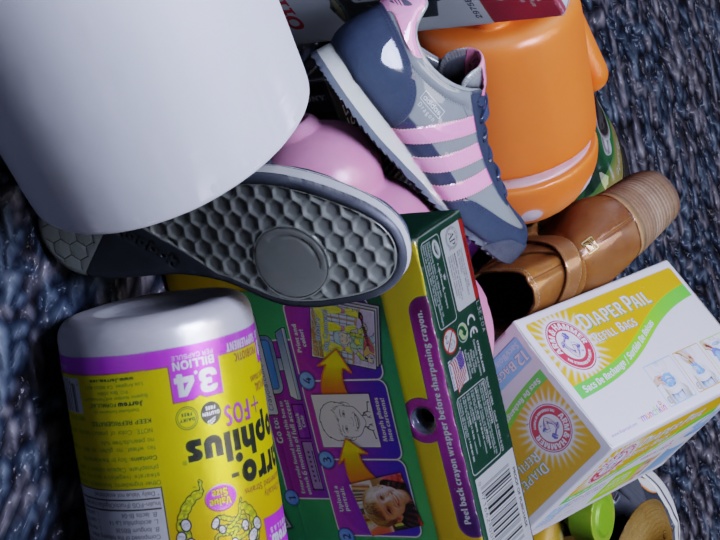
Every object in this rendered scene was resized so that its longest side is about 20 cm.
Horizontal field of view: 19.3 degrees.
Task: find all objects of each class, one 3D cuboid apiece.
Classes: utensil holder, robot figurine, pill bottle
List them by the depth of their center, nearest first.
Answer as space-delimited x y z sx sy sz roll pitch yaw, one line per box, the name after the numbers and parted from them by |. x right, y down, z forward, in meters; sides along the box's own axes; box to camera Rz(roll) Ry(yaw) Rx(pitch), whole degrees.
-0.131 -0.144 1.023 0.171 0.168 0.201 -61 138 -43 | utensil holder
-0.093 0.116 1.109 0.104 0.103 0.202 -21 104 -58 | pill bottle
0.094 -0.115 1.361 0.144 0.115 0.202 -71 155 -54 | robot figurine

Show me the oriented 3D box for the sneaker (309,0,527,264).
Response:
0.058 -0.084 1.266 0.200 0.082 0.070 45 7 -38 | sneaker

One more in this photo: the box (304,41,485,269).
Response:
0.024 -0.068 1.397 0.143 0.036 0.202 -52 130 -50 | box

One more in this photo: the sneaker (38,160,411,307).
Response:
-0.049 -0.049 1.117 0.146 0.200 0.078 -50 142 -53 | sneaker

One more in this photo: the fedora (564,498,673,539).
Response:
0.165 0.255 1.525 0.200 0.081 0.203 13 90 -68 | fedora

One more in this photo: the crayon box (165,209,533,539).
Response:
-0.007 0.073 1.191 0.058 0.171 0.202 -33 115 -52 | crayon box

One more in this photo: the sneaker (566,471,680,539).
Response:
0.171 0.163 1.571 0.201 0.078 0.080 55 32 -25 | sneaker

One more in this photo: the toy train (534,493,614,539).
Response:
0.123 0.163 1.454 0.085 0.115 0.202 45 49 -47 | toy train

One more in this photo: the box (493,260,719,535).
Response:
0.152 0.083 1.388 0.199 0.113 0.102 -18 65 -50 | box

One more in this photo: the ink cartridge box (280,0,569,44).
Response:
0.014 -0.214 1.241 0.146 0.198 0.083 50 48 -43 | ink cartridge box

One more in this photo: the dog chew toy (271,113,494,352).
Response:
0.000 0.000 1.275 0.125 0.124 0.201 -48 118 -50 | dog chew toy

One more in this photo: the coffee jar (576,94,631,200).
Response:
0.126 -0.112 1.515 0.200 0.085 0.105 55 21 -40 | coffee jar

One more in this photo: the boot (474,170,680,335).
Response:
0.114 0.011 1.438 0.155 0.200 0.077 -33 93 -36 | boot
